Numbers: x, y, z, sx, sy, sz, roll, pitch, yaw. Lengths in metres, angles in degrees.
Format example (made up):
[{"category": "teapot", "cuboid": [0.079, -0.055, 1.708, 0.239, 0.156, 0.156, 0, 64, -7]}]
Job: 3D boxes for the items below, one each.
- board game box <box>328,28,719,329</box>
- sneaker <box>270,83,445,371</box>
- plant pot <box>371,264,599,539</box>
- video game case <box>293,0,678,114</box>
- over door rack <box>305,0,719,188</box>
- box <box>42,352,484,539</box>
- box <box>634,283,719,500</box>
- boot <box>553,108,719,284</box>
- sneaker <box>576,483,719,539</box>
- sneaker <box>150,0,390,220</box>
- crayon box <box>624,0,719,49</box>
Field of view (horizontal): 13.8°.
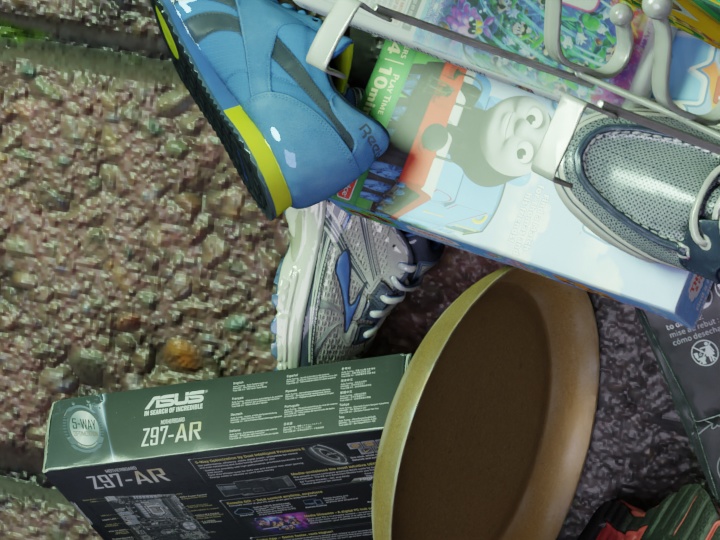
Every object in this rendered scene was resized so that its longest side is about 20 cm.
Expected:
[{"category": "board game box", "cuboid": [0.097, -0.073, 1.436, 0.200, 0.037, 0.152, 19, 83, 28]}, {"category": "sneaker", "cuboid": [0.000, 0.000, 1.537, 0.085, 0.077, 0.201, 4, 111, 7]}, {"category": "plant pot", "cuboid": [0.060, 0.088, 1.490, 0.027, 0.200, 0.201, 17, 113, 29]}, {"category": "video game case", "cuboid": [0.085, -0.190, 1.418, 0.182, 0.024, 0.201, 21, 87, 16]}, {"category": "over door rack", "cuboid": [0.102, -0.088, 1.262, 0.148, 0.200, 0.067, 28, 110, 40]}, {"category": "box", "cuboid": [-0.043, 0.112, 1.552, 0.199, 0.044, 0.160, -8, 146, 18]}, {"category": "box", "cuboid": [0.248, 0.008, 1.448, 0.200, 0.115, 0.132, -20, 101, 21]}, {"category": "boot", "cuboid": [0.180, -0.026, 1.324, 0.199, 0.090, 0.073, 20, 84, 7]}, {"category": "sneaker", "cuboid": [0.169, 0.160, 1.500, 0.087, 0.200, 0.074, 36, 80, -10]}, {"category": "sneaker", "cuboid": [-0.050, -0.108, 1.485, 0.078, 0.200, 0.066, -27, 141, -7]}, {"category": "crayon box", "cuboid": [0.121, -0.159, 1.330, 0.200, 0.119, 0.058, 29, 90, 16]}]
